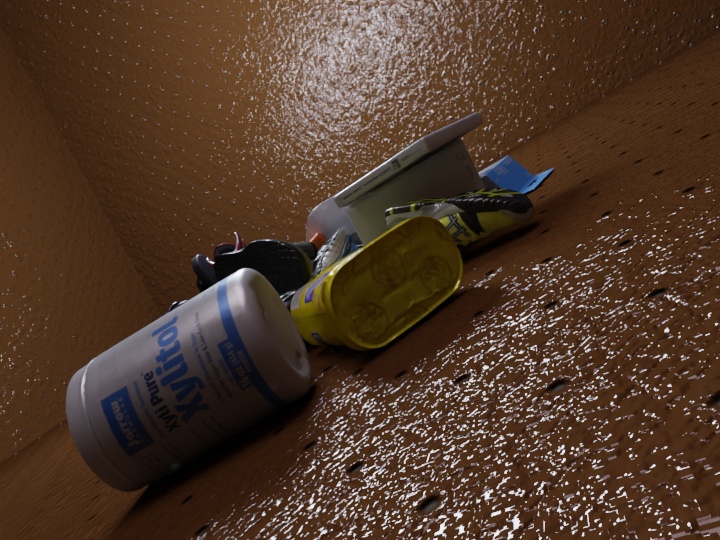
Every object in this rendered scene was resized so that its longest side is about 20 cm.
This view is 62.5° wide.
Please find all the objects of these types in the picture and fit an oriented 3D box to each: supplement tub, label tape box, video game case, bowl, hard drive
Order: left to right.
[{"bbox_3d":[-0.155,0.102,0.560,0.196,0.135,0.132,-30,5,4],"label":"supplement tub"},{"bbox_3d":[-0.006,-0.058,1.141,0.197,0.074,0.204,-30,-40,-29],"label":"bowl"},{"bbox_3d":[0.074,-0.165,0.885,0.179,0.024,0.199,-28,5,40],"label":"video game case"},{"bbox_3d":[0.091,-0.082,0.870,0.196,0.135,0.026,-30,4,0],"label":"hard drive"},{"bbox_3d":[0.237,-0.152,1.086,0.197,0.065,0.144,-27,7,38],"label":"label tape box"}]

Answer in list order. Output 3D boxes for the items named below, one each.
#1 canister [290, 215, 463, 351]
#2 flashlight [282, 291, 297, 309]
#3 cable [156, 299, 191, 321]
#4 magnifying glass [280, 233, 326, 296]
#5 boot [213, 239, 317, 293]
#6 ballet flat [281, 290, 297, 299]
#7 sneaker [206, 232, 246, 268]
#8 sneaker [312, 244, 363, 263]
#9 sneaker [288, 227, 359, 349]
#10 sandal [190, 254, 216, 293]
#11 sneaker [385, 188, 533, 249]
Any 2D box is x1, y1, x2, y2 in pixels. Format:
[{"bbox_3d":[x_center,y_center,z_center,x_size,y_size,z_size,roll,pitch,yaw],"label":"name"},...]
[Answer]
[{"bbox_3d":[0.006,0.021,0.650,0.147,0.088,0.199,-34,4,-19],"label":"canister"},{"bbox_3d":[-0.156,0.109,0.849,0.196,0.069,0.068,-31,6,-10],"label":"flashlight"},{"bbox_3d":[-0.298,0.126,0.989,0.160,0.051,0.203,-28,-36,-17],"label":"cable"},{"bbox_3d":[-0.134,0.010,1.072,0.200,0.023,0.079,-45,-20,18],"label":"magnifying glass"},{"bbox_3d":[-0.105,-0.019,0.820,0.196,0.070,0.129,-2,13,45],"label":"boot"},{"bbox_3d":[-0.156,0.093,1.064,0.197,0.068,0.064,-34,36,-5],"label":"ballet flat"},{"bbox_3d":[-0.211,-0.009,1.023,0.071,0.113,0.199,-43,19,-9],"label":"sneaker"},{"bbox_3d":[0.000,0.000,1.024,0.193,0.079,0.075,-10,-12,17],"label":"sneaker"},{"bbox_3d":[-0.033,0.030,0.827,0.078,0.089,0.203,-40,18,46],"label":"sneaker"},{"bbox_3d":[-0.246,0.048,1.034,0.042,0.077,0.202,-27,-34,-4],"label":"sandal"},{"bbox_3d":[0.125,-0.056,0.750,0.195,0.079,0.075,-4,11,37],"label":"sneaker"}]
